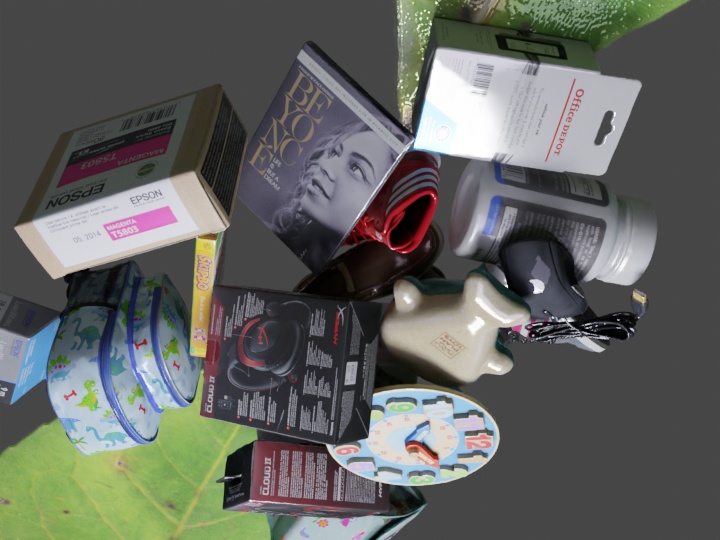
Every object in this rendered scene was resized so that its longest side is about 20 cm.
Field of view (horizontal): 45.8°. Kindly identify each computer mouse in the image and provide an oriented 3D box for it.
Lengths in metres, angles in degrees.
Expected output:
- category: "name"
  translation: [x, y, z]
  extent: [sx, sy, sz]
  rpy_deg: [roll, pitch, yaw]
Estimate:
- category: "computer mouse"
  translation: [0.227, 0.033, 0.892]
  extent: [0.140, 0.046, 0.200]
  rpy_deg: [-5, 146, 20]

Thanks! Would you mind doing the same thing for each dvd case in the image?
- category: "dvd case"
  translation: [-0.048, -0.111, 0.884]
  extent: [0.149, 0.016, 0.200]
  rpy_deg: [45, 126, 11]

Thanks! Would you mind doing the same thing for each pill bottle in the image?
- category: "pill bottle"
  translation: [0.205, -0.050, 0.917]
  extent: [0.199, 0.114, 0.114]
  rpy_deg: [12, 130, -8]

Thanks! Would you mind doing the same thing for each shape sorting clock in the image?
- category: "shape sorting clock"
  translation: [0.059, 0.195, 0.974]
  extent: [0.199, 0.039, 0.200]
  rpy_deg: [-2, 135, -2]

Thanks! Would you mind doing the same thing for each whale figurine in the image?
- category: "whale figurine"
  translation: [0.108, 0.047, 0.923]
  extent: [0.159, 0.104, 0.200]
  rpy_deg: [37, 145, -5]

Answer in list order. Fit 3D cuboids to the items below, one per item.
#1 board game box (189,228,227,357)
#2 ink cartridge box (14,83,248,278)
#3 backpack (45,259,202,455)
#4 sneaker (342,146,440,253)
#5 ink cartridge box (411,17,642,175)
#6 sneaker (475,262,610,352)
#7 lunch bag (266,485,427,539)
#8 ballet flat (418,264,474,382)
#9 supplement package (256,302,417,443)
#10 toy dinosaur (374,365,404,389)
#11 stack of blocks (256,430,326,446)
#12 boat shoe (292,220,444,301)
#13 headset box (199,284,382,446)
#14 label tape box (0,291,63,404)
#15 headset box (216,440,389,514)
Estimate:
- category: "board game box"
  translation: [-0.174, -0.003, 0.982]
  extent: [0.030, 0.096, 0.200]
  rpy_deg: [7, 131, -3]
- category: "ink cartridge box"
  translation: [-0.225, -0.093, 0.861]
  extent: [0.199, 0.165, 0.075]
  rpy_deg: [-15, 129, 13]
- category: "backpack"
  translation: [-0.277, 0.105, 1.010]
  extent: [0.147, 0.200, 0.183]
  rpy_deg: [-8, 129, 9]
- category: "sneaker"
  translation: [0.000, -0.055, 0.918]
  extent: [0.200, 0.116, 0.078]
  rpy_deg: [-36, 121, 28]
- category: "ink cartridge box"
  translation: [0.159, -0.170, 0.845]
  extent: [0.199, 0.068, 0.116]
  rpy_deg: [8, 131, -5]
- category: "sneaker"
  translation: [0.197, 0.067, 1.037]
  extent: [0.200, 0.084, 0.121]
  rpy_deg: [32, 123, -20]
- category: "lunch bag"
  translation: [-0.020, 0.375, 1.289]
  extent: [0.200, 0.122, 0.170]
  rpy_deg: [19, 127, -24]
- category: "ballet flat"
  translation: [0.114, 0.068, 1.053]
  extent: [0.046, 0.067, 0.200]
  rpy_deg: [-1, 131, 38]
- category: "supplement package"
  translation: [-0.031, 0.130, 1.081]
  extent: [0.199, 0.111, 0.156]
  rpy_deg: [1, 131, -1]
- category: "toy dinosaur"
  translation: [0.018, 0.150, 0.996]
  extent: [0.088, 0.048, 0.200]
  rpy_deg: [-38, 120, 15]
- category: "stack of blocks"
  translation: [-0.041, 0.218, 1.191]
  extent: [0.199, 0.059, 0.115]
  rpy_deg: [1, 131, 1]
- category: "boat shoe"
  translation: [0.003, 0.006, 0.982]
  extent: [0.202, 0.075, 0.075]
  rpy_deg: [-31, 87, 25]
- category: "headset box"
  translation: [-0.086, 0.096, 0.925]
  extent: [0.200, 0.149, 0.075]
  rpy_deg: [5, 179, 30]
- category: "label tape box"
  translation: [-0.464, 0.100, 1.101]
  extent: [0.200, 0.063, 0.144]
  rpy_deg: [20, 129, -14]
- category: "headset box"
  translation: [-0.082, 0.271, 1.091]
  extent: [0.199, 0.075, 0.149]
  rpy_deg: [10, 158, -20]
